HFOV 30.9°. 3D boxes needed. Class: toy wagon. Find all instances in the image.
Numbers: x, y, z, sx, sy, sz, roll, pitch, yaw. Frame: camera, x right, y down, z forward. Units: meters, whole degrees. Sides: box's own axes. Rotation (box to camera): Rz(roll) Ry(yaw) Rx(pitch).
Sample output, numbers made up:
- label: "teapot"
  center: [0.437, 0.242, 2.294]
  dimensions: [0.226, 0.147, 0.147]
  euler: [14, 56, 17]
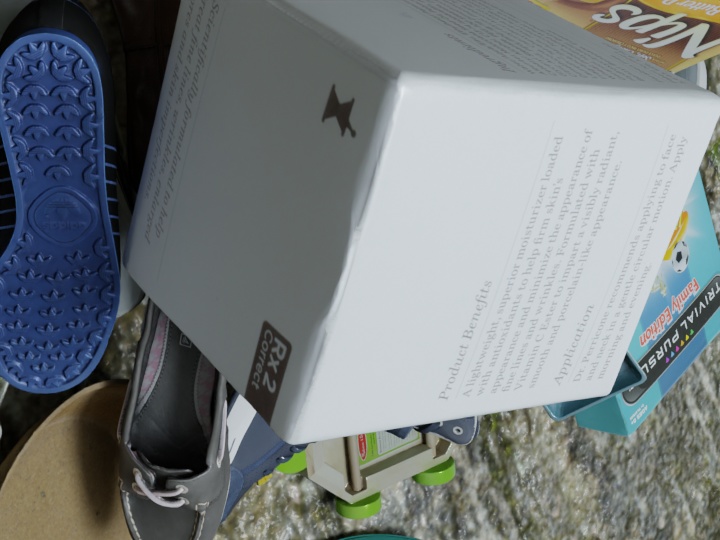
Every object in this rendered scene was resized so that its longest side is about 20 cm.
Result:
- label: "toy wagon"
  center: [-0.001, 0.090, 0.893]
  dimensions: [0.200, 0.040, 0.155]
  euler: [-18, 112, -34]

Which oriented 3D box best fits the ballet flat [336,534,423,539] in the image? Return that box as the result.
- label: "ballet flat"
  center: [-0.028, 0.225, 0.898]
  dimensions: [0.200, 0.067, 0.067]
  euler: [2, 121, -36]

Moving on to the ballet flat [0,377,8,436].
- label: "ballet flat"
  center: [-0.208, 0.062, 0.699]
  dimensions: [0.069, 0.069, 0.200]
  euler: [19, 89, -40]

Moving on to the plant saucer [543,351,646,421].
- label: "plant saucer"
  center: [0.100, 0.008, 0.818]
  dimensions: [0.200, 0.070, 0.019]
  euler: [52, 24, -22]

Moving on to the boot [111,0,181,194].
- label: "boot"
  center: [-0.063, -0.087, 0.709]
  dimensions: [0.064, 0.186, 0.200]
  euler: [-15, 108, -47]

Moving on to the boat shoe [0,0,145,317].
- label: "boat shoe"
  center: [-0.165, -0.072, 0.703]
  dimensions: [0.071, 0.064, 0.200]
  euler: [-15, 107, -2]

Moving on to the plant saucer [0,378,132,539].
- label: "plant saucer"
  center: [-0.164, 0.159, 0.744]
  dimensions: [0.200, 0.035, 0.200]
  euler: [-27, 121, -60]

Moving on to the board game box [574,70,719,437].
- label: "board game box"
  center: [0.181, -0.013, 0.891]
  dimensions: [0.151, 0.047, 0.200]
  euler: [-41, 121, -32]

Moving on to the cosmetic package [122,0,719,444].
- label: "cosmetic package"
  center: [0.024, -0.039, 0.614]
  dimensions: [0.200, 0.165, 0.165]
  euler: [-2, 119, -38]

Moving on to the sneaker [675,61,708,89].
- label: "sneaker"
  center: [0.179, -0.104, 0.965]
  dimensions: [0.121, 0.084, 0.200]
  euler: [37, 79, -48]

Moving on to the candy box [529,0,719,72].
- label: "candy box"
  center: [0.175, -0.196, 0.859]
  dimensions: [0.200, 0.115, 0.055]
  euler: [17, 64, -39]

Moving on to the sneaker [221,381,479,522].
- label: "sneaker"
  center: [-0.011, 0.092, 0.778]
  dimensions: [0.146, 0.077, 0.202]
  euler: [25, 110, -10]

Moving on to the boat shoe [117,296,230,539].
- label: "boat shoe"
  center: [-0.103, 0.076, 0.711]
  dimensions: [0.057, 0.067, 0.200]
  euler: [-32, 133, -74]

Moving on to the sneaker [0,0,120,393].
- label: "sneaker"
  center: [-0.150, -0.037, 0.647]
  dimensions: [0.070, 0.078, 0.200]
  euler: [6, 120, -10]
